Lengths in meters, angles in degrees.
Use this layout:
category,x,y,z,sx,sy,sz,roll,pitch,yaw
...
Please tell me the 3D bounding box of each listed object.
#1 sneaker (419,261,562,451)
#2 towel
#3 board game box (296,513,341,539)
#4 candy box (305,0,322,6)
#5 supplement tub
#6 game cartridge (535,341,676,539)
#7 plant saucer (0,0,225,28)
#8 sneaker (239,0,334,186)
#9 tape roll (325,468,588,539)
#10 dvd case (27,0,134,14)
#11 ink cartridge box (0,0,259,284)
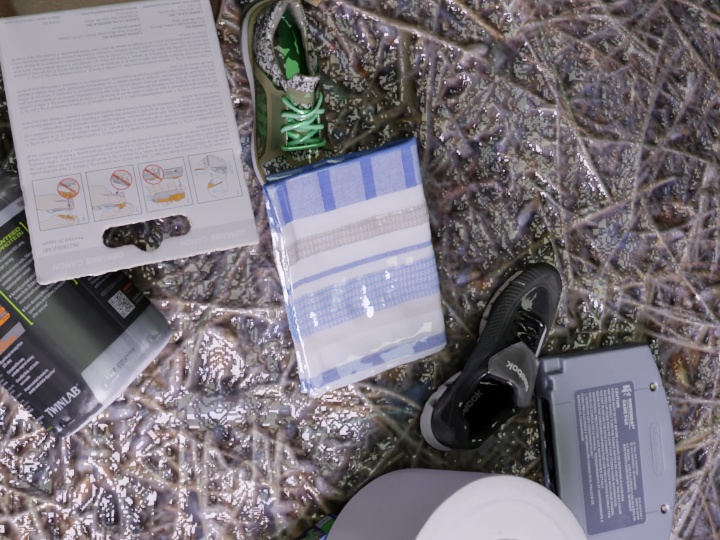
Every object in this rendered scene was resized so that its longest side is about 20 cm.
category,x,y,z,sx,sy,sz,roll,pitch,yaw
sneaker,0.133,0.081,0.761,0.066,0.090,0.201,38,81,-13
towel,0.000,0.000,0.730,0.145,0.024,0.203,-16,112,-16
board game box,-0.023,0.337,0.737,0.134,0.034,0.202,-33,98,-21
candy box,-0.006,-0.337,0.710,0.055,0.115,0.203,25,84,-13
supplement tub,-0.249,0.015,0.639,0.122,0.122,0.201,-43,100,-11
game cartridge,0.240,0.176,0.819,0.131,0.041,0.204,-6,92,-12
plant saucer,-0.207,-0.237,0.680,0.196,0.037,0.205,0,91,-14
sneaker,-0.057,-0.136,0.710,0.076,0.088,0.204,-14,94,-15
tape roll,0.079,0.269,0.696,0.199,0.139,0.207,5,78,-27
dvd case,-0.201,-0.256,0.708,0.146,0.016,0.204,-1,91,-14
ink cartridge box,-0.171,-0.097,0.625,0.158,0.050,0.204,-11,80,-15
